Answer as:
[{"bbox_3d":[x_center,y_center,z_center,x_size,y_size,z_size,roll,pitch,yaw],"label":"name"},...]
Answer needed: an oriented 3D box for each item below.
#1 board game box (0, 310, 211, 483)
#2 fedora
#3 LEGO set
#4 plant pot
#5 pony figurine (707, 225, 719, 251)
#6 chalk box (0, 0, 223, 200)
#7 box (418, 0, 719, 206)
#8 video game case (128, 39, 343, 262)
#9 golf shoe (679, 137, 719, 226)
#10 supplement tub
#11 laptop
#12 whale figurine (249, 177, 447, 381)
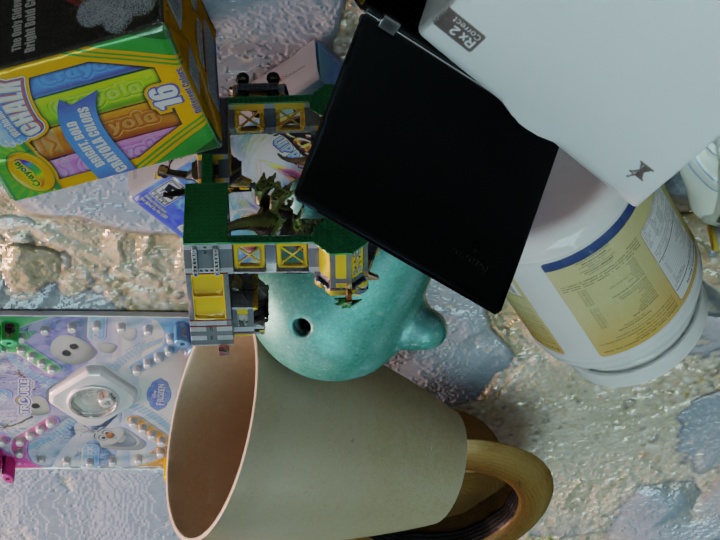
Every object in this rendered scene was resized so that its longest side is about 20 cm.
[{"bbox_3d":[-0.218,0.108,1.961,0.199,0.026,0.200,1,138,-8],"label":"board game box"},{"bbox_3d":[0.061,0.174,2.030,0.200,0.082,0.201,-6,139,-5],"label":"fedora"},{"bbox_3d":[-0.057,-0.029,1.639,0.153,0.201,0.116,-7,136,-6],"label":"LEGO set"},{"bbox_3d":[-0.026,0.133,1.860,0.199,0.188,0.188,12,135,-22],"label":"plant pot"},{"bbox_3d":[0.370,-0.024,1.798,0.199,0.167,0.193,-12,-177,3],"label":"pony figurine"},{"bbox_3d":[-0.206,-0.139,1.611,0.199,0.125,0.124,-14,138,10],"label":"chalk box"},{"bbox_3d":[0.178,-0.187,1.562,0.199,0.131,0.200,37,125,-17],"label":"box"},{"bbox_3d":[-0.040,-0.060,1.781,0.181,0.046,0.200,-31,133,24],"label":"video game case"},{"bbox_3d":[0.233,-0.117,1.747,0.097,0.078,0.201,4,135,14],"label":"golf shoe"},{"bbox_3d":[0.169,-0.017,1.781,0.144,0.145,0.200,-21,137,16],"label":"supplement tub"},{"bbox_3d":[0.031,-0.103,1.605,0.187,0.200,0.116,30,109,-34],"label":"laptop"},{"bbox_3d":[0.000,0.000,1.714,0.200,0.104,0.159,-38,94,33],"label":"whale figurine"}]
